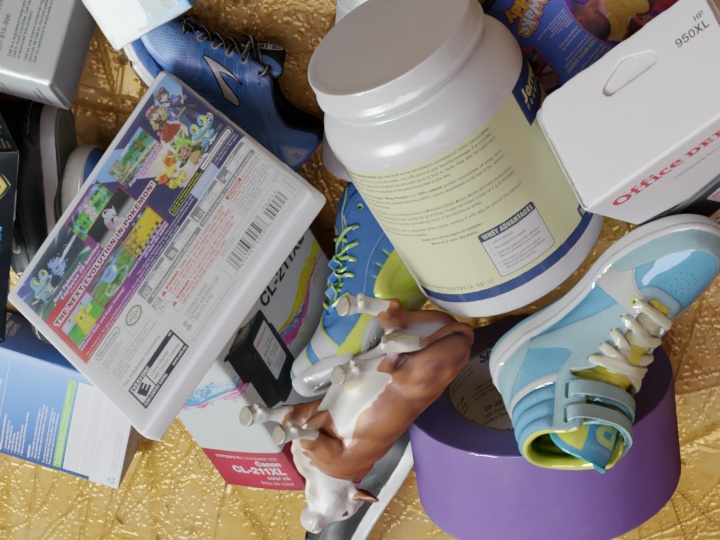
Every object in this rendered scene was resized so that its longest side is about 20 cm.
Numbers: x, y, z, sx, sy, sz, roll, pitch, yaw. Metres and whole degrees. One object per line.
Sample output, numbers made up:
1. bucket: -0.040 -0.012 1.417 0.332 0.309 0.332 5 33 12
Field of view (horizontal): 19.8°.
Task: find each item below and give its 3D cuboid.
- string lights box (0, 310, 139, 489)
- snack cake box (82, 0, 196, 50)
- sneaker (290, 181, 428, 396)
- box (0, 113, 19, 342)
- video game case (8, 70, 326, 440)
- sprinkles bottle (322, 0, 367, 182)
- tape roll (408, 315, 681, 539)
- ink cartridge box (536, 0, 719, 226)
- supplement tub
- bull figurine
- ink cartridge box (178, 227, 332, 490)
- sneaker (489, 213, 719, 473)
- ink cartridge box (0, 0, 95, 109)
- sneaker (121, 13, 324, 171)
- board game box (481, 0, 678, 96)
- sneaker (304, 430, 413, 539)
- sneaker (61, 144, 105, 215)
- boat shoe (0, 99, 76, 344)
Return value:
1. string lights box: -0.275 0.095 1.676 0.198 0.059 0.103 17 120 3
2. snack cake box: -0.143 -0.244 1.382 0.067 0.200 0.115 -26 110 23
3. sneaker: 0.000 0.000 1.518 0.105 0.200 0.076 45 157 5
4. box: -0.300 -0.063 1.522 0.046 0.200 0.160 -4 124 -23
5. video game case: -0.137 -0.014 1.417 0.201 0.182 0.023 -55 142 5
6. sprinkles bottle: 0.013 -0.163 1.469 0.068 0.068 0.201 9 119 7
7. tape roll: 0.134 0.116 1.518 0.198 0.200 0.086 -3 117 14
8. ink cartridge box: 0.233 -0.097 1.380 0.144 0.199 0.085 -37 64 27
9. supplement tub: 0.064 -0.084 1.401 0.144 0.146 0.201 -20 124 21
10. bull figurine: -0.005 0.098 1.442 0.121 0.065 0.200 16 121 -43
11. ink cartridge box: -0.083 0.043 1.519 0.082 0.146 0.201 3 139 36
12. sneaker: 0.177 0.061 1.376 0.079 0.131 0.200 31 122 -30
13. ink cartridge box: -0.287 -0.213 1.462 0.198 0.083 0.148 15 83 4
14. sneaker: -0.101 -0.151 1.505 0.089 0.079 0.200 -36 114 19
15. board game box: 0.169 -0.181 1.439 0.134 0.045 0.200 36 119 -8
16. sneaker: -0.031 0.181 1.668 0.099 0.071 0.201 29 114 -2
17. sneaker: -0.154 -0.010 1.581 0.110 0.077 0.201 0 122 19
18. boat shoe: -0.252 -0.037 1.596 0.060 0.076 0.202 3 107 9
